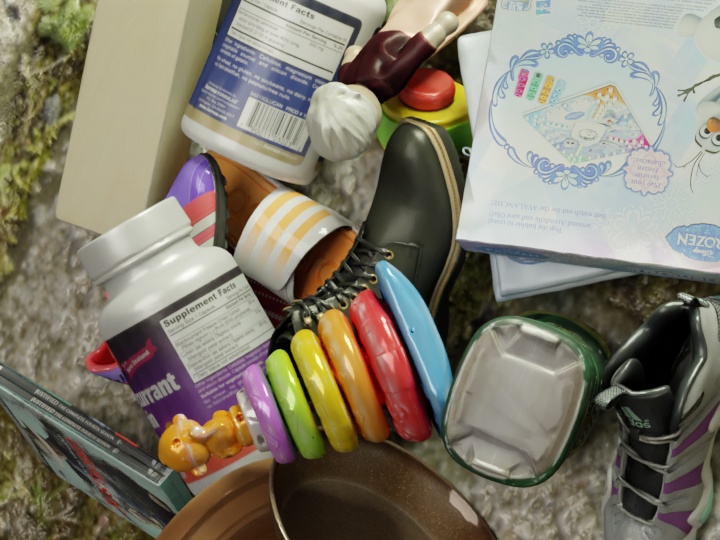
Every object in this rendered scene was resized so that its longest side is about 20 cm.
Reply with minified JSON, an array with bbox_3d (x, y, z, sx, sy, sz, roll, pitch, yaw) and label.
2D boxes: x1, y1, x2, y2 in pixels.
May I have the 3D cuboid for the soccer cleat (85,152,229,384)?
[{"bbox_3d":[-0.152,0.002,1.636,0.068,0.073,0.200,58,137,51],"label":"soccer cleat"}]

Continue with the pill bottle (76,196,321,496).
[{"bbox_3d":[-0.120,0.053,1.558,0.111,0.111,0.200,-29,92,26],"label":"pill bottle"}]

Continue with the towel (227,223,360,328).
[{"bbox_3d":[-0.066,0.049,1.648,0.144,0.022,0.200,19,91,35],"label":"towel"}]

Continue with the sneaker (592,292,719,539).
[{"bbox_3d":[0.184,0.105,1.406,0.078,0.140,0.200,19,93,32],"label":"sneaker"}]

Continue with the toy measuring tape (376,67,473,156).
[{"bbox_3d":[0.073,-0.092,1.546,0.200,0.074,0.074,32,100,32],"label":"toy measuring tape"}]

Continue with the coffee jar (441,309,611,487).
[{"bbox_3d":[0.114,0.080,1.425,0.085,0.200,0.104,21,95,10],"label":"coffee jar"}]

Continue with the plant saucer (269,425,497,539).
[{"bbox_3d":[0.015,0.193,1.473,0.037,0.200,0.201,-53,59,29],"label":"plant saucer"}]

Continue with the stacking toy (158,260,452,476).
[{"bbox_3d":[-0.040,0.088,1.432,0.200,0.110,0.116,-23,72,-3],"label":"stacking toy"}]

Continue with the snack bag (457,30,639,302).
[{"bbox_3d":[0.165,-0.091,1.489,0.188,0.021,0.200,-13,76,11],"label":"snack bag"}]

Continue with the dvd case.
[{"bbox_3d":[-0.193,0.151,1.648,0.200,0.146,0.022,28,67,33],"label":"dvd case"}]

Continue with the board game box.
[{"bbox_3d":[0.179,-0.100,1.453,0.200,0.043,0.199,8,80,15],"label":"board game box"}]

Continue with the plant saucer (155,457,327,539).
[{"bbox_3d":[-0.083,0.226,1.524,0.032,0.200,0.201,34,101,37],"label":"plant saucer"}]

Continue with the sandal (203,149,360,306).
[{"bbox_3d":[-0.075,-0.031,1.621,0.207,0.059,0.079,34,101,35],"label":"sandal"}]

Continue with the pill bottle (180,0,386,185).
[{"bbox_3d":[-0.048,-0.174,1.616,0.111,0.111,0.200,29,98,32],"label":"pill bottle"}]

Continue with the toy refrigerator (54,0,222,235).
[{"bbox_3d":[-0.169,-0.128,1.660,0.076,0.070,0.200,18,107,17],"label":"toy refrigerator"}]

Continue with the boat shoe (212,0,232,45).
[{"bbox_3d":[-0.131,-0.177,1.701,0.201,0.063,0.074,-33,65,23],"label":"boat shoe"}]

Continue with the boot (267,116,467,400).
[{"bbox_3d":[0.000,0.000,1.505,0.077,0.138,0.200,21,115,46],"label":"boot"}]

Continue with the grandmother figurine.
[{"bbox_3d":[0.027,-0.152,1.524,0.061,0.200,0.121,42,147,-10],"label":"grandmother figurine"}]
